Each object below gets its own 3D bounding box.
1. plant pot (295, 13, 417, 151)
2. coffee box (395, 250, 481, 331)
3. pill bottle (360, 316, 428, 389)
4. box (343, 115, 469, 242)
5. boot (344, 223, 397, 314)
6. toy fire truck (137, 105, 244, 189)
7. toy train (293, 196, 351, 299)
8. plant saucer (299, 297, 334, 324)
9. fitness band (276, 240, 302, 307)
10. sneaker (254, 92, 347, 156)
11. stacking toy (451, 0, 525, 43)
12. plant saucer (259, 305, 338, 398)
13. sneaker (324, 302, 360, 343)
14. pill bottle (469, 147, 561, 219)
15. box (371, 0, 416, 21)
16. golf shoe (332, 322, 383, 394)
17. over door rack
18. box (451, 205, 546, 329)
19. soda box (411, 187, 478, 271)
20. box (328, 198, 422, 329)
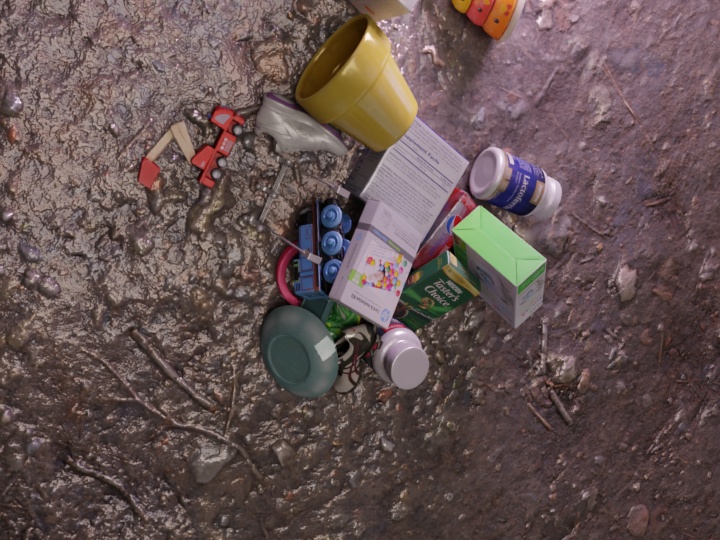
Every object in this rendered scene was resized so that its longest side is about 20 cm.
[{"bbox_3d":[0.005,-0.339,1.165,0.188,0.200,0.203,38,89,-31],"label":"plant pot"},{"bbox_3d":[0.154,0.049,1.347,0.198,0.045,0.122,-32,125,31],"label":"coffee box"},{"bbox_3d":[0.066,0.171,1.321,0.116,0.199,0.124,-6,107,-21],"label":"pill bottle"},{"bbox_3d":[0.095,-0.200,1.286,0.182,0.105,0.203,32,92,-27],"label":"box"},{"bbox_3d":[0.000,0.000,1.293,0.143,0.070,0.207,-4,75,-38],"label":"boot"},{"bbox_3d":[-0.316,-0.228,1.141,0.138,0.049,0.204,26,93,-25],"label":"toy fire truck"},{"bbox_3d":[-0.077,-0.042,1.208,0.110,0.086,0.207,-7,77,18],"label":"toy train"},{"bbox_3d":[-0.115,0.123,1.279,0.019,0.069,0.204,-18,138,-58],"label":"plant saucer"},{"bbox_3d":[-0.093,0.023,1.308,0.198,0.037,0.146,36,89,-27],"label":"fitness band"},{"bbox_3d":[-0.118,-0.267,1.210,0.196,0.075,0.101,25,109,-22],"label":"sneaker"},{"bbox_3d":[0.233,-0.566,1.250,0.193,0.146,0.151,14,100,-6],"label":"stacking toy"},{"bbox_3d":[-0.137,0.176,1.255,0.039,0.195,0.208,-32,122,-58],"label":"plant saucer"},{"bbox_3d":[-0.053,0.120,1.289,0.082,0.074,0.204,-24,140,-36],"label":"sneaker"},{"bbox_3d":[0.353,-0.192,1.387,0.195,0.115,0.119,16,98,-25],"label":"pill bottle"},{"bbox_3d":[0.026,-0.552,1.109,0.150,0.200,0.108,32,94,-26],"label":"box"},{"bbox_3d":[-0.030,0.182,1.281,0.086,0.078,0.203,3,131,-30],"label":"golf shoe"},{"bbox_3d":[-0.132,-0.127,1.169,0.066,0.197,0.151,15,102,-61],"label":"over door rack"},{"bbox_3d":[0.302,-0.008,1.337,0.096,0.200,0.178,-36,147,-13],"label":"box"},{"bbox_3d":[0.174,-0.086,1.366,0.063,0.070,0.201,40,88,-31],"label":"soda box"},{"bbox_3d":[0.033,-0.010,1.186,0.155,0.040,0.205,32,78,-44],"label":"box"}]
